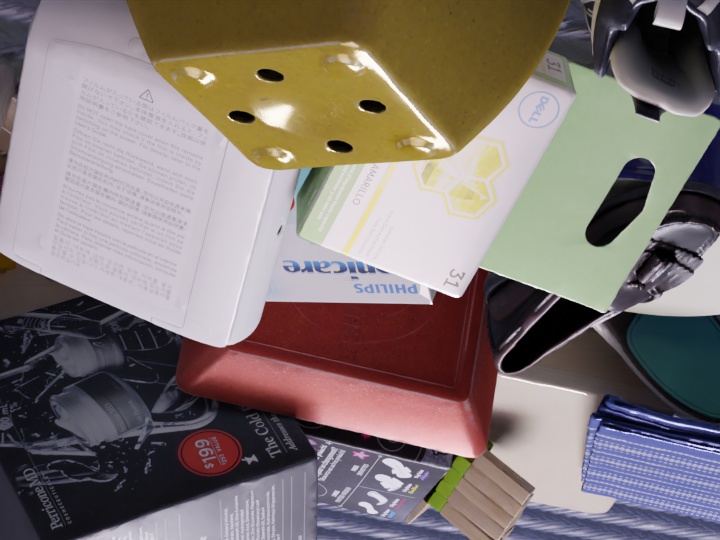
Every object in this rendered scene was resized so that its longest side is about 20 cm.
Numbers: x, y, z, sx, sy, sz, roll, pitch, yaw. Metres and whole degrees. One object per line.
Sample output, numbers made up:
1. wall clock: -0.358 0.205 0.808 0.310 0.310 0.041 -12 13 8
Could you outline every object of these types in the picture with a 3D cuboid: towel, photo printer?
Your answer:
1. towel: 0.221 0.132 1.759 0.144 0.024 0.200 13 163 6
2. photo printer: -0.114 -0.068 1.444 0.166 0.070 0.200 22 132 7

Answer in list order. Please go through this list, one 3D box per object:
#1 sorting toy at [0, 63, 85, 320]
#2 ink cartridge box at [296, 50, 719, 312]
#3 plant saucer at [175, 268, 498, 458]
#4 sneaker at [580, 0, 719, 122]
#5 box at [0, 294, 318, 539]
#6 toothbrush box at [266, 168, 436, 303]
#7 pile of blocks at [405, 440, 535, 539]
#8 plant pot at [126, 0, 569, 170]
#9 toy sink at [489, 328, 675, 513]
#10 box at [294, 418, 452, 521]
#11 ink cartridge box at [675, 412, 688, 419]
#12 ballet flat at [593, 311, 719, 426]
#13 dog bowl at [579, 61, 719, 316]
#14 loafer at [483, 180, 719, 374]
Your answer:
1. sorting toy: -0.231 -0.010 1.728 0.106 0.181 0.200 -1 154 34
2. ink cartridge box: 0.082 -0.051 1.431 0.199 0.048 0.146 21 120 -15
3. plant saucer: 0.000 0.000 1.634 0.199 0.200 0.037 13 156 -7
4. sneaker: 0.152 -0.124 1.373 0.079 0.130 0.199 14 157 -6
5. box: -0.148 0.115 1.651 0.181 0.200 0.104 -18 135 -20
6. toothbrush box: -0.033 -0.083 1.503 0.146 0.085 0.201 2 128 20
7. pile of blocks: 0.035 0.133 1.844 0.199 0.082 0.062 14 -162 20
8. plant pot: -0.010 -0.162 1.266 0.193 0.201 0.196 -3 153 28
9. toy sink: 0.144 0.078 1.866 0.130 0.112 0.200 12 152 -3
10. box: 0.006 0.045 1.734 0.114 0.201 0.132 13 156 -8
11. ink cartridge box: 0.315 0.085 1.767 0.145 0.088 0.200 18 175 -16
12. ballet flat: 0.180 0.026 1.730 0.200 0.069 0.069 41 156 5
13. dog bowl: 0.179 -0.047 1.605 0.199 0.079 0.200 8 157 4
14. loafer: 0.146 0.009 1.551 0.072 0.063 0.200 22 149 -28
